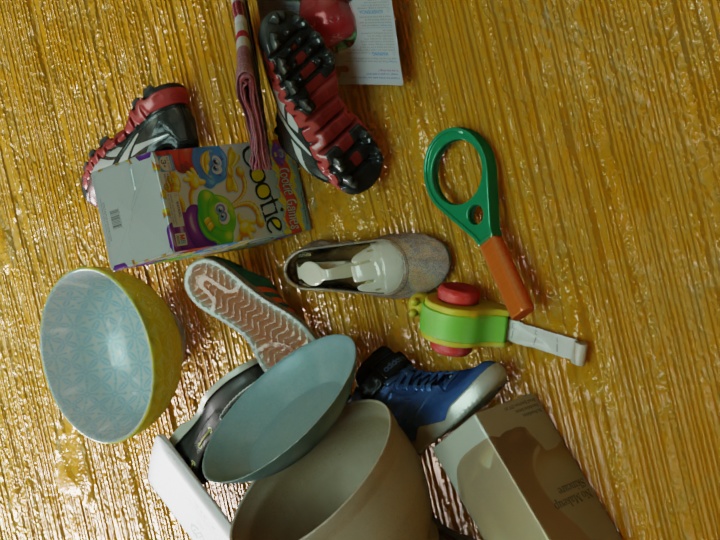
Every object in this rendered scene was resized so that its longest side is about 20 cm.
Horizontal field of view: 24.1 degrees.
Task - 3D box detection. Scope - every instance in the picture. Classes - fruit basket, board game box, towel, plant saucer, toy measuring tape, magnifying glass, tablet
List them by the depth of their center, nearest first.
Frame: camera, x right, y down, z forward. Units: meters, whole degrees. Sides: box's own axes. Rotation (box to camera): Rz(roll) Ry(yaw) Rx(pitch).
[{"bbox_3d":[0.117,-0.046,1.606,0.079,0.022,0.201,-38,63,36],"label":"magnifying glass"},{"bbox_3d":[0.119,0.057,1.608,0.199,0.073,0.074,19,111,38],"label":"toy measuring tape"},{"bbox_3d":[-0.072,0.149,1.684,0.200,0.202,0.039,-23,116,42],"label":"plant saucer"},{"bbox_3d":[-0.035,-0.286,1.685,0.184,0.094,0.202,6,117,41],"label":"fruit basket"},{"bbox_3d":[-0.117,-0.218,1.690,0.145,0.023,0.201,83,178,-52],"label":"towel"},{"bbox_3d":[-0.162,-0.071,1.744,0.102,0.199,0.106,-14,88,42],"label":"board game box"},{"bbox_3d":[-0.178,0.288,1.911,0.200,0.014,0.130,50,152,18],"label":"tablet"}]

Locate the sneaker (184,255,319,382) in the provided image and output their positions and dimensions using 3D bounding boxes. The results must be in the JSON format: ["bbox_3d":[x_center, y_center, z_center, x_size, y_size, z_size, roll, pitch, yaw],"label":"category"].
[{"bbox_3d":[-0.097,0.053,1.808,0.200,0.080,0.071,43,107,5],"label":"sneaker"}]

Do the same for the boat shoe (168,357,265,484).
[{"bbox_3d":[-0.148,0.167,1.868,0.061,0.071,0.201,57,136,17],"label":"boat shoe"}]

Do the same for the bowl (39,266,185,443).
[{"bbox_3d":[-0.265,0.088,1.929,0.199,0.107,0.202,10,105,40],"label":"bowl"}]

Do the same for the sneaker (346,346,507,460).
[{"bbox_3d":[0.054,0.117,1.671,0.112,0.077,0.200,54,135,8],"label":"sneaker"}]

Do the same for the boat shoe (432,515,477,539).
[{"bbox_3d":[0.048,0.285,1.713,0.199,0.071,0.076,14,107,39],"label":"boat shoe"}]

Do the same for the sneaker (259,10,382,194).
[{"bbox_3d":[-0.056,-0.167,1.677,0.098,0.071,0.201,10,135,54],"label":"sneaker"}]

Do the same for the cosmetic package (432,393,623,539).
[{"bbox_3d":[0.165,0.225,1.577,0.071,0.105,0.201,-43,71,37],"label":"cosmetic package"}]

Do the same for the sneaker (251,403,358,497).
[{"bbox_3d":[-0.070,0.179,1.785,0.199,0.067,0.091,2,110,50],"label":"sneaker"}]

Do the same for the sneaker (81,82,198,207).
[{"bbox_3d":[-0.246,-0.119,1.897,0.200,0.071,0.098,-43,68,36],"label":"sneaker"}]

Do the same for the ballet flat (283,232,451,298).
[{"bbox_3d":[0.000,0.000,1.704,0.199,0.067,0.069,-5,95,42],"label":"ballet flat"}]

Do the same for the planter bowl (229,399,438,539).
[{"bbox_3d":[-0.009,0.243,1.622,0.199,0.201,0.135,-24,115,42],"label":"planter bowl"}]
